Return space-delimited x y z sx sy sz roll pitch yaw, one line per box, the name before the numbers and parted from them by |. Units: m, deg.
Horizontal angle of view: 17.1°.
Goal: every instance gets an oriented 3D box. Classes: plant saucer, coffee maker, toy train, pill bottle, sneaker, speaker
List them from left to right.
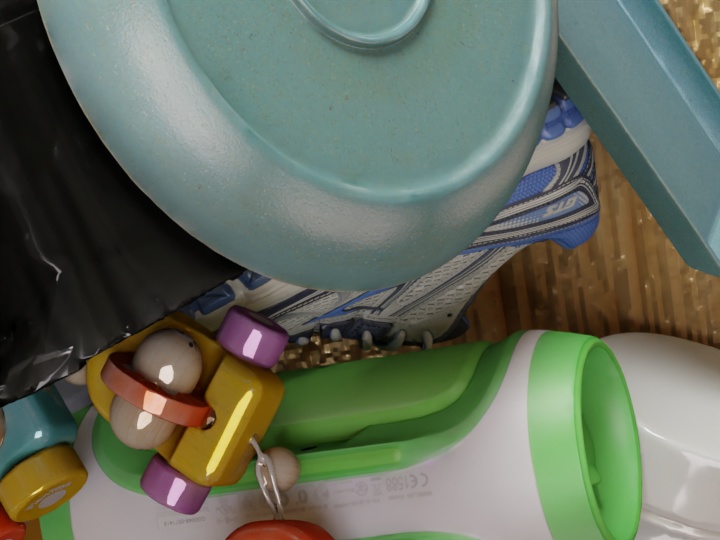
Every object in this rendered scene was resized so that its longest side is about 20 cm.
coffee maker | -0.122 -0.067 0.694 0.134 0.192 0.201 -25 97 20
toy train | -0.087 0.084 0.783 0.199 0.056 0.151 2 87 24
plant saucer | -0.009 -0.095 0.713 0.200 0.201 0.027 48 144 -20
speaker | -0.008 0.073 0.830 0.199 0.089 0.089 -9 116 21
sneaker | 0.000 0.000 0.854 0.199 0.077 0.085 -25 124 -1
plant saucer | 0.079 -0.088 0.830 0.019 0.070 0.200 -22 116 37
pill bottle | 0.099 0.133 0.905 0.113 0.114 0.201 13 113 -7

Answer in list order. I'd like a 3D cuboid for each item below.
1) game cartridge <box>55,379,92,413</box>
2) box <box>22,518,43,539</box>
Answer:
game cartridge | -0.066 0.110 0.935 0.133 0.041 0.200 -30 112 16
box | -0.163 0.124 0.908 0.119 0.042 0.200 -29 107 35
